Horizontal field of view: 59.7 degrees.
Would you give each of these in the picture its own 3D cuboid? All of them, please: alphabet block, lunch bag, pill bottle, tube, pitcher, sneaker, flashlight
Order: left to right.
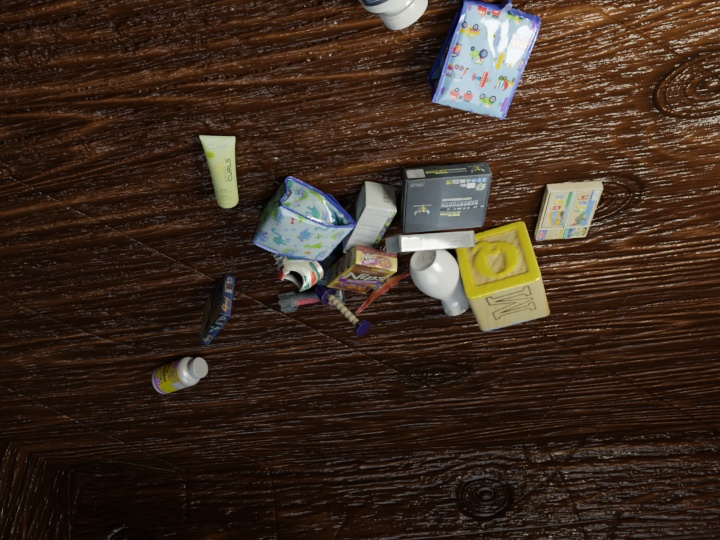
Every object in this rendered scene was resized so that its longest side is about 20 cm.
[{"bbox_3d":[-0.649,0.373,2.262,0.199,0.105,0.104,-21,142,26],"label":"pill bottle"},{"bbox_3d":[-0.314,-0.227,1.425,0.058,0.052,0.200,-33,151,-27],"label":"tube"},{"bbox_3d":[-0.190,-0.030,1.610,0.200,0.093,0.070,45,141,1],"label":"sneaker"},{"bbox_3d":[-0.135,-0.111,1.531,0.199,0.128,0.170,26,139,-19],"label":"lunch bag"},{"bbox_3d":[-0.145,0.089,1.884,0.199,0.068,0.068,-13,148,15],"label":"flashlight"},{"bbox_3d":[0.026,-0.484,0.989,0.111,0.111,0.200,-19,142,25],"label":"pill bottle"},{"bbox_3d":[0.214,0.002,1.677,0.121,0.172,0.200,-19,138,27],"label":"pitcher"},{"bbox_3d":[0.229,-0.400,1.156,0.150,0.094,0.200,10,136,-12],"label":"lunch bag"},{"bbox_3d":[0.377,0.020,1.675,0.196,0.196,0.200,-18,145,13],"label":"alphabet block"}]

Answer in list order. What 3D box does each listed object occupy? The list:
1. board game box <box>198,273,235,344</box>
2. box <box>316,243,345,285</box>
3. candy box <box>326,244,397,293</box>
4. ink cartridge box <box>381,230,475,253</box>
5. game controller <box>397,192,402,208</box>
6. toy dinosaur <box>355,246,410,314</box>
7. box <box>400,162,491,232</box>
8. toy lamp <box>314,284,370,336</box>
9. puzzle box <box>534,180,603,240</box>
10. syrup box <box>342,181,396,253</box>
[{"bbox_3d":[-0.426,0.117,1.856,0.034,0.136,0.200,16,143,-24],"label":"board game box"},{"bbox_3d":[-0.097,-0.019,1.736,0.199,0.051,0.158,11,144,-18],"label":"box"},{"bbox_3d":[0.000,0.000,1.639,0.116,0.057,0.200,11,156,-21],"label":"candy box"},{"bbox_3d":[0.156,-0.069,1.565,0.199,0.044,0.174,-5,180,-19],"label":"ink cartridge box"},{"bbox_3d":[0.193,-0.166,1.547,0.199,0.042,0.104,16,128,-25],"label":"game controller"},{"bbox_3d":[0.084,0.035,1.747,0.105,0.201,0.181,5,-179,-37],"label":"toy dinosaur"},{"bbox_3d":[0.196,-0.168,1.468,0.199,0.051,0.158,-4,136,-5],"label":"box"},{"bbox_3d":[-0.057,0.104,1.779,0.058,0.200,0.058,-33,146,-26],"label":"toy lamp"},{"bbox_3d":[0.521,-0.148,1.584,0.132,0.026,0.200,-3,146,4],"label":"puzzle box"},{"bbox_3d":[0.018,-0.124,1.558,0.081,0.079,0.200,8,145,-15],"label":"syrup box"}]
